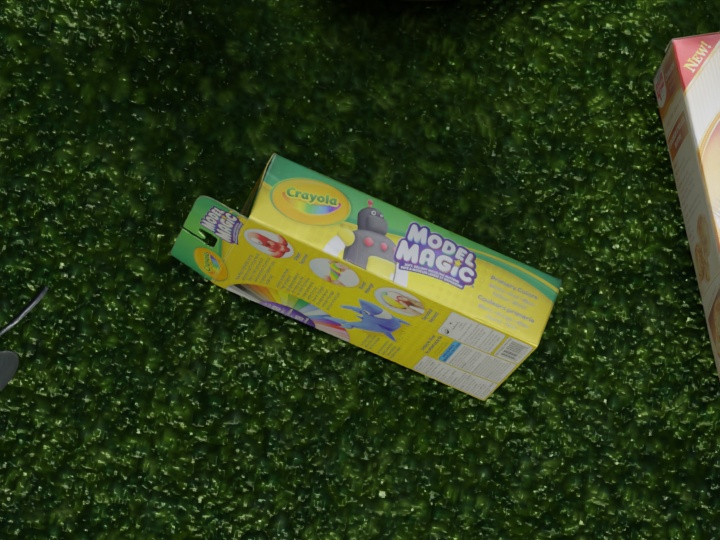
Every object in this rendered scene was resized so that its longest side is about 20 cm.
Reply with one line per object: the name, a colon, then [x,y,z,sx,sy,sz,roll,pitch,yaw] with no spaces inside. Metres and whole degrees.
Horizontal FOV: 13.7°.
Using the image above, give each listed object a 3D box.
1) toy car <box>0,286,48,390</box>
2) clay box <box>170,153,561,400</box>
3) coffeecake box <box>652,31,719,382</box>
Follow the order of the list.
toy car: [-0.223,0.100,1.554,0.158,0.164,0.200,37,56,0]
clay box: [0.000,0.000,1.651,0.200,0.115,0.048,25,68,-5]
coffeecake box: [0.268,-0.043,1.739,0.153,0.073,0.200,-9,75,-7]
